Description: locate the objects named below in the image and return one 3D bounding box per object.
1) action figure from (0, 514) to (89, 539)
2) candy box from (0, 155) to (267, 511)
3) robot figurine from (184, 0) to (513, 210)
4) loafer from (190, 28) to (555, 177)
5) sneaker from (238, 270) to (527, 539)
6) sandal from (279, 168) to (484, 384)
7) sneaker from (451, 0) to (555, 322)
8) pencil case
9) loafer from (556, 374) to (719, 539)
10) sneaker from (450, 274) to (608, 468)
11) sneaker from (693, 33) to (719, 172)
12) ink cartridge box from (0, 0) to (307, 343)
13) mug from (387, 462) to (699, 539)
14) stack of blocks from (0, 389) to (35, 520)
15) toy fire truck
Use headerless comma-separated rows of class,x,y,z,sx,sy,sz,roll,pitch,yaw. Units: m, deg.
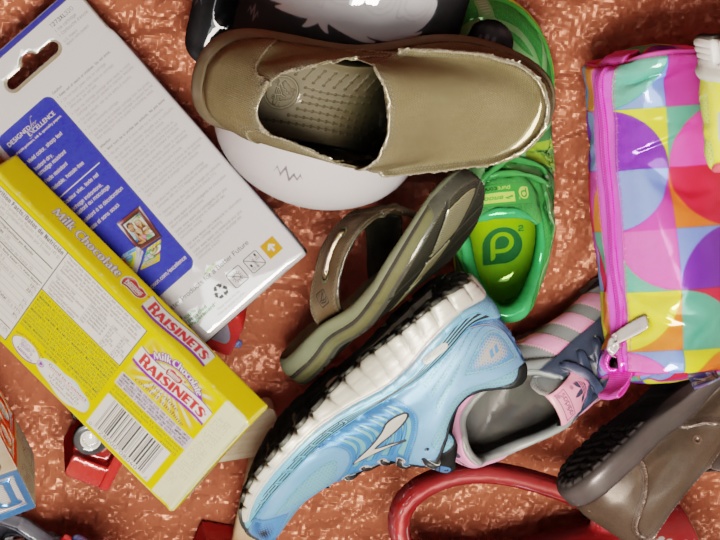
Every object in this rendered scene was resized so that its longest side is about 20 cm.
action figure,-0.170,0.239,1.692,0.200,0.105,0.194,29,127,-4
candy box,-0.149,0.036,1.598,0.200,0.026,0.102,45,132,4
robot figurine,-0.008,-0.132,1.562,0.125,0.150,0.200,3,113,-34
loafer,0.013,-0.082,1.480,0.200,0.067,0.076,0,114,-19
sneaker,0.012,0.094,1.623,0.200,0.078,0.090,-41,99,15
sandal,-0.001,0.001,1.606,0.057,0.080,0.201,49,138,2
sneaker,0.083,-0.063,1.622,0.074,0.084,0.200,-9,112,-3
pencil case,0.170,-0.029,1.615,0.088,0.088,0.200,-3,89,-6
loafer,0.205,0.090,1.683,0.200,0.073,0.071,-38,102,-13
sneaker,0.134,0.057,1.678,0.200,0.082,0.070,-32,112,6
sneaker,0.244,-0.074,1.600,0.200,0.078,0.090,13,79,-49
ink cartridge box,-0.129,-0.054,1.600,0.095,0.037,0.200,-41,93,3
mug,0.109,0.204,1.704,0.200,0.133,0.178,-17,134,-5
stack of blocks,-0.297,0.109,1.606,0.200,0.059,0.115,-20,120,4
toy fire truck,-0.098,0.096,1.681,0.141,0.049,0.200,22,107,-16
